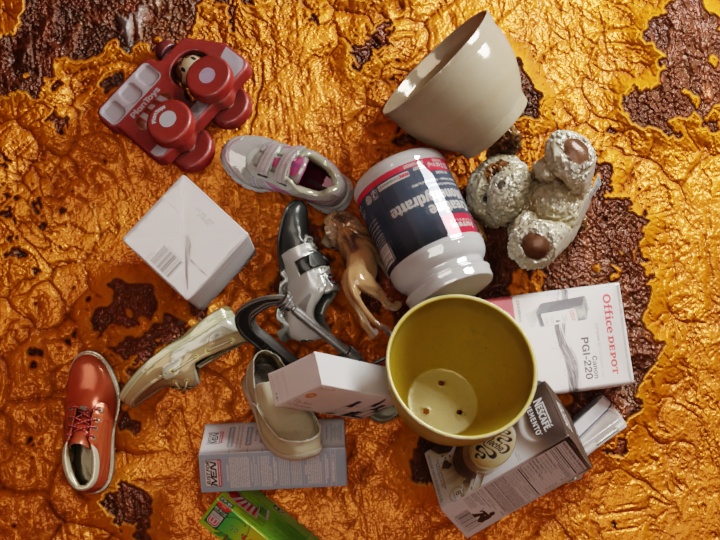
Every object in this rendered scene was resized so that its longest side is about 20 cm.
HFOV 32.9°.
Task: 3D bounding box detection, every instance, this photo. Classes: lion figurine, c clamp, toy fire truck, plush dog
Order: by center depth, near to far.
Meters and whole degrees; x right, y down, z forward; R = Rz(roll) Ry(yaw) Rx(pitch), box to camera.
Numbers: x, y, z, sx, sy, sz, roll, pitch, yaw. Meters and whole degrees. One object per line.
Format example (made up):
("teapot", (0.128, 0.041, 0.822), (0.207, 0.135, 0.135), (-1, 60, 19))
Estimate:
("c clamp", (-0.070, 0.091, 1.680), (0.200, 0.171, 0.027), (36, 45, -16))
("lion figurine", (0.000, 0.000, 1.686), (0.072, 0.200, 0.123), (-33, 119, 9))
("plush dog", (0.232, -0.105, 1.721), (0.171, 0.160, 0.201), (22, 89, 21))
("toy fire truck", (-0.260, -0.251, 1.735), (0.168, 0.112, 0.200), (38, 84, 21))

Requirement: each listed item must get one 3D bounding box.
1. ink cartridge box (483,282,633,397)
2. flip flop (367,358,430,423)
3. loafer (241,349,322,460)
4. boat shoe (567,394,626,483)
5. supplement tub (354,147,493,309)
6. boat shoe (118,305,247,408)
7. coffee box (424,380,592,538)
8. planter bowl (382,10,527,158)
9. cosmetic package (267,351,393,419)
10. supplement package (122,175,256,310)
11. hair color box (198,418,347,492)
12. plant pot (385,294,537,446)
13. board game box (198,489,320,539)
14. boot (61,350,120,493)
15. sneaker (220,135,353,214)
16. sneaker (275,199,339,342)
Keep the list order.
("ink cartridge box", (0.272, 0.102, 1.716), (0.198, 0.085, 0.147), (-7, 86, -4))
("flip flop", (0.072, 0.129, 1.721), (0.081, 0.058, 0.200), (38, 88, 7))
("loafer", (-0.112, 0.180, 1.653), (0.075, 0.200, 0.069), (-15, 128, -23))
("boat shoe", (0.290, 0.265, 1.710), (0.200, 0.072, 0.066), (-43, 87, -10))
("supplement tub", (0.087, -0.054, 1.681), (0.140, 0.140, 0.201), (-23, 73, -3))
("boat shoe", (-0.247, 0.133, 1.708), (0.200, 0.074, 0.066), (-39, 81, -4))
("coffee box", (0.198, 0.256, 1.651), (0.199, 0.113, 0.080), (-33, 125, 12))
("planter bowl", (0.148, -0.244, 1.701), (0.135, 0.200, 0.200), (43, 85, -13))
("cosmetic package", (-0.028, 0.157, 1.627), (0.082, 0.200, 0.051), (-29, 64, 27))
("supplement package", (-0.228, -0.032, 1.660), (0.121, 0.200, 0.120), (42, 85, 3))
("hair color box", (-0.119, 0.254, 1.681), (0.198, 0.099, 0.061), (-2, 106, -1))
("plant pot", (0.122, 0.153, 1.621), (0.198, 0.142, 0.201), (3, 62, -6))
("board game box", (-0.117, 0.374, 1.670), (0.200, 0.102, 0.048), (38, 105, 3))
("boot", (-0.376, 0.209, 1.684), (0.074, 0.107, 0.202), (-4, 83, 0))
("sneaker", (-0.103, -0.147, 1.727), (0.199, 0.088, 0.082), (17, 79, 0))
("sneaker", (-0.068, 0.001, 1.715), (0.088, 0.074, 0.202), (0, 93, 23))
